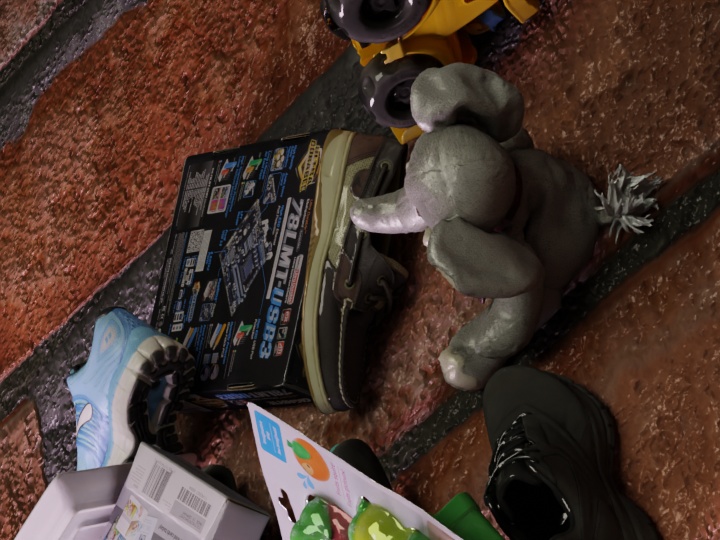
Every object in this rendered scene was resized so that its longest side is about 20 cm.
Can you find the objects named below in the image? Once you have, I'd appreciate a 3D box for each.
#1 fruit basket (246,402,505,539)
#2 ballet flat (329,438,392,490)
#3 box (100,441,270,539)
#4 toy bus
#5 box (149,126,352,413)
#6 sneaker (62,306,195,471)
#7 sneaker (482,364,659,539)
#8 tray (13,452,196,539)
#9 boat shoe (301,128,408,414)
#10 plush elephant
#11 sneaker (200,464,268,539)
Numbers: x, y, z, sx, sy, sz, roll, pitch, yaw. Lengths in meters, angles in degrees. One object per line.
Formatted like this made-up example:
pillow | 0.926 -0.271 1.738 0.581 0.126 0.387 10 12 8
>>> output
fruit basket | 0.011 0.188 1.548 0.199 0.186 0.094 25 54 30
ballet flat | 0.007 0.212 1.676 0.068 0.068 0.202 -1 82 42
box | -0.147 0.233 1.751 0.156 0.041 0.201 20 86 61
toy bus | 0.061 -0.213 1.760 0.191 0.201 0.136 -22 45 -3
box | -0.079 0.002 1.903 0.198 0.050 0.201 -8 66 50
sneaker | -0.180 0.106 1.910 0.090 0.078 0.201 45 135 30
sneaker | 0.112 0.123 1.556 0.076 0.090 0.200 -54 36 21
tray | -0.187 0.186 1.851 0.022 0.200 0.108 38 106 20
boat shoe | 0.000 0.000 1.785 0.066 0.072 0.202 0 78 16
plush elephant | 0.072 -0.037 1.633 0.200 0.154 0.166 -27 52 43
sneaker | -0.096 0.211 1.799 0.079 0.074 0.200 -50 39 15
